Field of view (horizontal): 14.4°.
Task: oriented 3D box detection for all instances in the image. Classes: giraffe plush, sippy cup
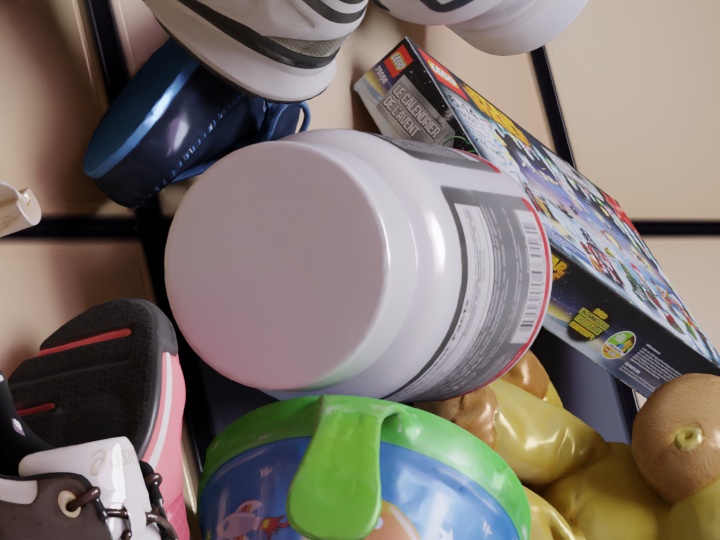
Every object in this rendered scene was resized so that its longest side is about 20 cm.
[{"bbox_3d":[0.134,0.113,1.324,0.200,0.161,0.173,50,36,-30],"label":"giraffe plush"},{"bbox_3d":[-0.008,0.140,1.106,0.178,0.139,0.131,46,41,-34],"label":"sippy cup"}]

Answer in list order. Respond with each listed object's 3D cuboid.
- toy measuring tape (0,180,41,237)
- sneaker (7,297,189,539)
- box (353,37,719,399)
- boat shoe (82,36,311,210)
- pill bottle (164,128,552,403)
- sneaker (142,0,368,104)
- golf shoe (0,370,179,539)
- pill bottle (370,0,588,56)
[{"bbox_3d":[-0.185,-0.031,0.981,0.200,0.073,0.074,32,48,-47],"label":"toy measuring tape"},{"bbox_3d":[-0.095,0.110,1.067,0.087,0.073,0.201,49,39,-55],"label":"sneaker"},{"bbox_3d":[0.091,-0.018,1.395,0.200,0.040,0.137,33,20,-47],"label":"box"},{"bbox_3d":[-0.049,-0.077,1.208,0.069,0.084,0.200,50,37,-12],"label":"boat shoe"},{"bbox_3d":[0.000,0.000,1.185,0.200,0.113,0.115,3,71,-70],"label":"pill bottle"},{"bbox_3d":[-0.076,-0.162,1.115,0.200,0.116,0.076,31,41,-1],"label":"sneaker"},{"bbox_3d":[-0.087,0.108,0.946,0.199,0.095,0.078,34,14,18],"label":"golf shoe"},{"bbox_3d":[0.027,-0.186,1.358,0.200,0.119,0.120,35,46,-46],"label":"pill bottle"}]
